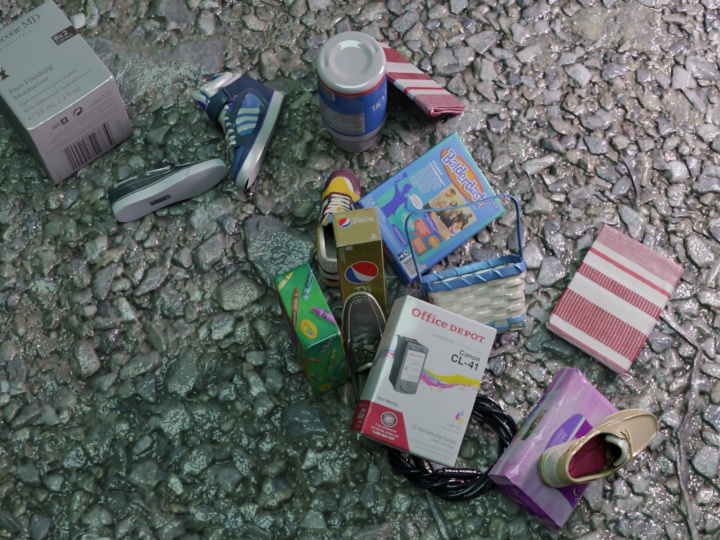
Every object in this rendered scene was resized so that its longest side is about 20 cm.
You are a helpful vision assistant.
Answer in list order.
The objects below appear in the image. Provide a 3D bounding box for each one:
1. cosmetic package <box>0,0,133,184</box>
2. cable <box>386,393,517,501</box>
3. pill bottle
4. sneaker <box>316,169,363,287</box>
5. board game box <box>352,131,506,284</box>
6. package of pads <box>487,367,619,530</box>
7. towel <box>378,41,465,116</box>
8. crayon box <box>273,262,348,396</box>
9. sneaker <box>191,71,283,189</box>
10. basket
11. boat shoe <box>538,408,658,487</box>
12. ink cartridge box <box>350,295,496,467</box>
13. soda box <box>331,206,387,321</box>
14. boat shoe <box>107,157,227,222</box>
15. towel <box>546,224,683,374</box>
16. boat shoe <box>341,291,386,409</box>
[{"bbox_3d":[-0.502,-0.291,1.771,0.164,0.166,0.200,-36,69,-15],"label":"cosmetic package"},{"bbox_3d":[0.134,0.249,1.571,0.198,0.051,0.164,29,69,13],"label":"cable"},{"bbox_3d":[-0.012,-0.277,1.732,0.110,0.201,0.114,-1,65,1],"label":"pill bottle"},{"bbox_3d":[-0.031,-0.081,1.704,0.073,0.090,0.204,0,66,2],"label":"sneaker"},{"bbox_3d":[0.109,-0.098,1.702,0.199,0.045,0.153,-35,94,-13],"label":"board game box"},{"bbox_3d":[0.284,0.251,1.535,0.120,0.076,0.201,42,71,-9],"label":"package of pads"},{"bbox_3d":[0.071,-0.320,1.796,0.199,0.143,0.023,41,114,18],"label":"towel"},{"bbox_3d":[-0.070,0.089,1.567,0.057,0.201,0.120,-23,66,-8],"label":"crayon box"},{"bbox_3d":[-0.218,-0.237,1.774,0.144,0.081,0.203,20,60,-3],"label":"sneaker"},{"bbox_3d":[0.163,-0.002,1.619,0.173,0.139,0.204,-9,100,-3],"label":"basket"},{"bbox_3d":[0.339,0.246,1.480,0.197,0.069,0.075,-22,93,-24],"label":"boat shoe"},{"bbox_3d":[0.088,0.154,1.512,0.145,0.086,0.203,20,83,-7],"label":"ink cartridge box"},{"bbox_3d":[0.000,0.000,1.603,0.066,0.202,0.065,-9,52,-3],"label":"soda box"},{"bbox_3d":[-0.315,-0.148,1.758,0.197,0.072,0.069,-24,68,-1],"label":"boat shoe"},{"bbox_3d":[0.391,0.043,1.667,0.143,0.023,0.201,30,72,13],"label":"towel"},{"bbox_3d":[0.015,0.134,1.575,0.070,0.066,0.205,-7,95,-6],"label":"boat shoe"}]
